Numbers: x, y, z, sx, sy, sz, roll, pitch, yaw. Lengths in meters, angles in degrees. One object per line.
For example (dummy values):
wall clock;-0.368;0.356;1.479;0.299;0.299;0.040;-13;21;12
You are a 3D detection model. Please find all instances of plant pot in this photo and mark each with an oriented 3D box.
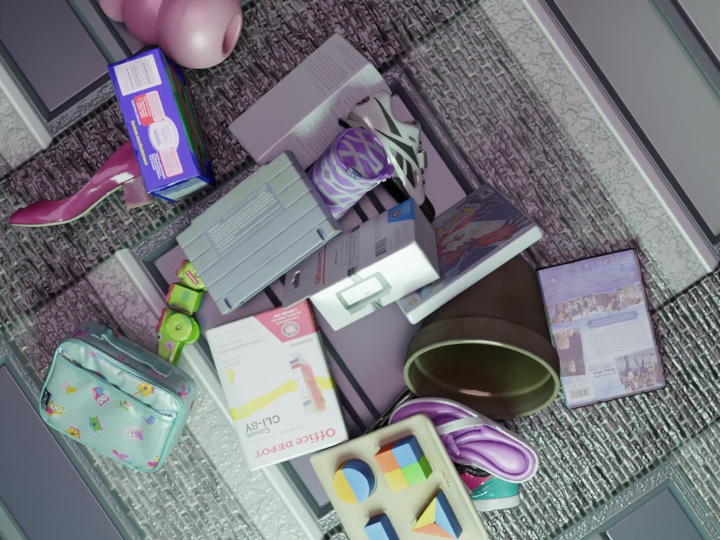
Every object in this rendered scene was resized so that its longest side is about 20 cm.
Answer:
plant pot;0.164;0.072;1.502;0.199;0.200;0.174;10;57;0

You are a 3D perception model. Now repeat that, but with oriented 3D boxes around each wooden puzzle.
wooden puzzle;0.043;0.299;1.497;0.200;0.046;0.186;-25;95;29

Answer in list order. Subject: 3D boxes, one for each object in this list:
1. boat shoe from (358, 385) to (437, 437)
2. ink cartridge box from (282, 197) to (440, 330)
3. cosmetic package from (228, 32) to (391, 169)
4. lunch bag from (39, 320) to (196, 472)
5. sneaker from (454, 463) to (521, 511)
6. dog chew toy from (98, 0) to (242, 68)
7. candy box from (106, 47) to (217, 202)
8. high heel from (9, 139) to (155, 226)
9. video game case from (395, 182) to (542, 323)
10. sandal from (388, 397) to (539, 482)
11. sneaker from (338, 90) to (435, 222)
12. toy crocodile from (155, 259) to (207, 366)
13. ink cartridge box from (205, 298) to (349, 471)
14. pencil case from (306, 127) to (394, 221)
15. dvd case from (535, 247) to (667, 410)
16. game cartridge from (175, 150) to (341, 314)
boat shoe;0.036;0.233;1.566;0.071;0.064;0.200;35;90;0
ink cartridge box;0.000;0.000;1.507;0.200;0.116;0.068;-27;118;17
cosmetic package;-0.068;-0.214;1.543;0.200;0.074;0.102;-41;46;2
lunch bag;-0.326;0.165;1.530;0.200;0.077;0.161;27;122;2
sneaker;0.114;0.264;1.556;0.199;0.084;0.121;-3;91;-2
dog chew toy;-0.261;-0.351;1.544;0.200;0.125;0.125;23;90;8
candy box;-0.253;-0.184;1.501;0.077;0.200;0.170;-17;91;-1
high heel;-0.384;-0.119;1.567;0.200;0.067;0.096;-14;100;-15
video game case;0.120;-0.028;1.513;0.200;0.182;0.023;-34;116;0
sandal;0.135;0.219;1.486;0.202;0.050;0.083;16;100;4
sneaker;0.061;-0.152;1.538;0.088;0.074;0.200;-43;121;-11
toy crocodile;-0.240;0.042;1.568;0.062;0.068;0.200;19;88;5
ink cartridge box;-0.109;0.153;1.557;0.145;0.083;0.200;-17;90;-1
pencil case;-0.033;-0.107;1.505;0.085;0.200;0.084;30;56;-14
dvd case;0.332;0.080;1.588;0.142;0.018;0.201;-13;89;0
game cartridge;-0.134;-0.050;1.488;0.200;0.038;0.130;-35;78;22
